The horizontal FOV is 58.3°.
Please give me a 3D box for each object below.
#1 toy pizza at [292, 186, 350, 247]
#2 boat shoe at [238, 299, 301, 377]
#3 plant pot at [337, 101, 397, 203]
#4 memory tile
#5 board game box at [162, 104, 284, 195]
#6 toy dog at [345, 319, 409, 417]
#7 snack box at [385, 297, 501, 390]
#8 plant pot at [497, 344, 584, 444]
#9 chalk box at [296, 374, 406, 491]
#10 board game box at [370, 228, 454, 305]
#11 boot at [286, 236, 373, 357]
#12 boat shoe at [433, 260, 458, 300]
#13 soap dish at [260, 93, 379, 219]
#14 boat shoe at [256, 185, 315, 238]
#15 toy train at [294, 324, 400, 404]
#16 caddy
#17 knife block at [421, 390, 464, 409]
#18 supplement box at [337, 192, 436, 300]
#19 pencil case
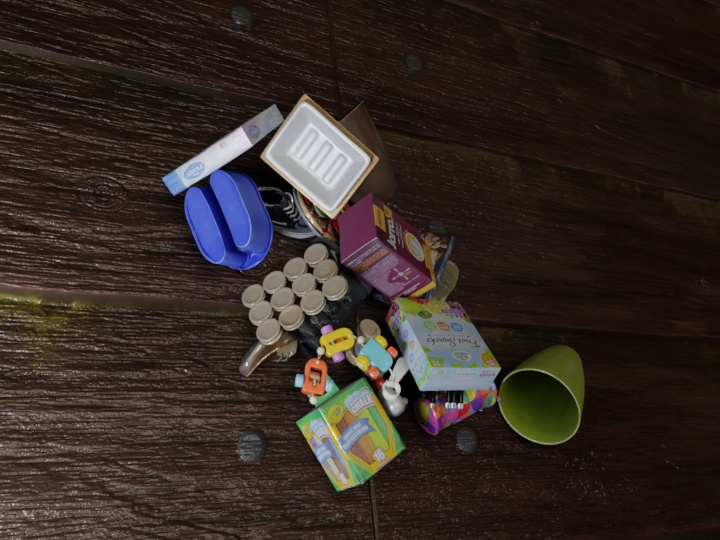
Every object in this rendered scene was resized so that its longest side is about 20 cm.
[{"bbox_3d":[-0.067,-0.132,1.403,0.199,0.032,0.203,38,31,-28],"label":"toy pizza"},{"bbox_3d":[-0.154,0.141,1.263,0.072,0.076,0.200,48,57,-4],"label":"boat shoe"},{"bbox_3d":[-0.010,-0.240,1.462,0.201,0.186,0.187,52,54,-14],"label":"plant pot"},{"bbox_3d":[-0.128,0.043,1.240,0.198,0.017,0.154,-32,48,-4],"label":"memory tile"},{"bbox_3d":[-0.261,-0.237,1.253,0.044,0.196,0.201,56,23,-16],"label":"board game box"},{"bbox_3d":[0.048,0.198,1.313,0.095,0.132,0.204,-5,72,-34],"label":"toy dog"},{"bbox_3d":[0.162,0.145,1.294,0.165,0.069,0.202,5,37,-27],"label":"snack box"},{"bbox_3d":[0.437,0.261,1.485,0.188,0.187,0.199,52,40,2],"label":"plant pot"},{"bbox_3d":[-0.031,0.292,1.230,0.123,0.124,0.202,-29,84,-35],"label":"chalk box"},{"bbox_3d":[0.118,-0.006,1.452,0.133,0.035,0.202,11,55,21],"label":"board game box"},{"bbox_3d":[-0.087,0.049,1.284,0.164,0.066,0.200,41,59,3],"label":"boot"},{"bbox_3d":[0.159,0.060,1.471,0.074,0.069,0.201,33,57,4],"label":"boat shoe"},{"bbox_3d":[-0.082,-0.232,1.321,0.199,0.158,0.081,39,13,-3],"label":"soap dish"},{"bbox_3d":[-0.153,-0.125,1.367,0.196,0.093,0.076,4,66,-27],"label":"boat shoe"},{"bbox_3d":[-0.025,0.185,1.202,0.195,0.056,0.153,9,62,-13],"label":"toy train"},{"bbox_3d":[-0.255,-0.101,1.274,0.203,0.140,0.105,66,19,11],"label":"caddy"},{"bbox_3d":[0.198,0.217,1.359,0.197,0.174,0.066,-16,115,-33],"label":"knife block"},{"bbox_3d":[0.054,-0.040,1.329,0.199,0.102,0.133,35,37,-37],"label":"supplement box"},{"bbox_3d":[0.209,0.286,1.390,0.197,0.088,0.090,-14,75,-32],"label":"pencil case"}]
